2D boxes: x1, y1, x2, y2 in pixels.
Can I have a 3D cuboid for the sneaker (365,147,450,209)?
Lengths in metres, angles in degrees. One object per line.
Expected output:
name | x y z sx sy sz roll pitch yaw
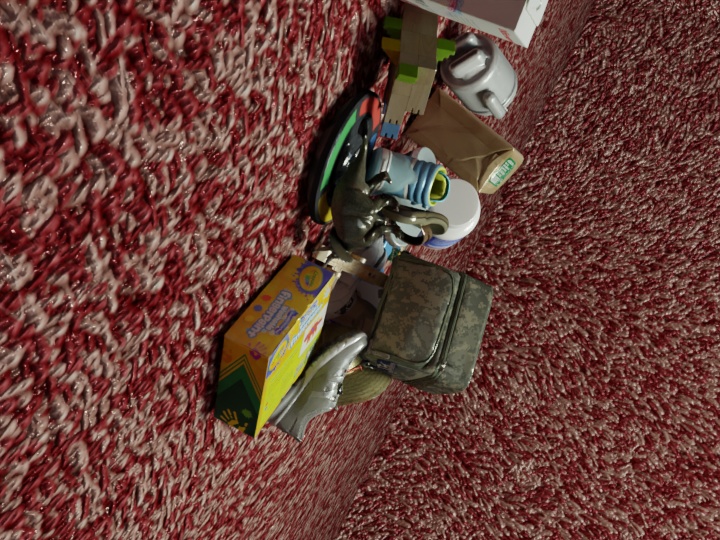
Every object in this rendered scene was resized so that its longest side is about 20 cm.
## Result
sneaker | 0.071 -0.139 1.356 0.200 0.130 0.080 -106 -148 -83

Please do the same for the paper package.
paper package | 0.198 -0.235 1.611 0.104 0.190 0.200 -52 169 12

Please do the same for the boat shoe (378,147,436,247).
boat shoe | 0.061 -0.117 1.457 0.071 0.091 0.201 44 53 -33

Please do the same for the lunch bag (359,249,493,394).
lunch bag | 0.099 0.087 1.385 0.139 0.167 0.201 -25 -136 67

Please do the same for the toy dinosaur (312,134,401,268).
toy dinosaur | -0.003 -0.082 1.189 0.102 0.077 0.201 -14 131 -22

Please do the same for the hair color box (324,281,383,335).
hair color box | 0.033 0.080 1.518 0.110 0.199 0.065 -62 165 -20

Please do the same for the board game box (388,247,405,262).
board game box | 0.119 -0.116 1.921 0.200 0.023 0.105 -56 163 -36

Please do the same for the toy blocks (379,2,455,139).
toy blocks | 0.067 -0.275 1.216 0.137 0.099 0.201 106 -7 -48

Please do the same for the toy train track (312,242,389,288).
toy train track | 0.000 0.000 1.363 0.200 0.032 0.115 24 92 -51

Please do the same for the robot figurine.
robot figurine | 0.220 -0.358 1.595 0.113 0.170 0.200 -26 154 20

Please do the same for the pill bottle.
pill bottle | 0.151 -0.104 1.545 0.112 0.112 0.200 -63 -178 -8

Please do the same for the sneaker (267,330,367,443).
sneaker | -0.056 0.175 1.328 0.200 0.082 0.075 -45 -173 -2

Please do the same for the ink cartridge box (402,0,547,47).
ink cartridge box | 0.141 -0.388 1.086 0.145 0.199 0.145 -68 168 12

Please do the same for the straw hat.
straw hat | -0.038 0.132 1.419 0.201 0.200 0.086 -44 141 -58

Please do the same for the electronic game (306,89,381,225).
electronic game | -0.020 -0.158 1.219 0.200 0.041 0.200 -59 166 -25

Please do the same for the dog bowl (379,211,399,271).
dog bowl | 0.050 -0.072 1.654 0.200 0.049 0.112 -51 161 -46

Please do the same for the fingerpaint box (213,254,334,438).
fingerpaint box | -0.122 0.103 1.217 0.200 0.073 0.167 -54 164 -47

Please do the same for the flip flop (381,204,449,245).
flip flop | 0.079 -0.067 1.320 0.200 0.081 0.058 0 103 -72

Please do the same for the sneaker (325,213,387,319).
sneaker | -0.024 -0.015 1.416 0.200 0.075 0.115 -47 149 -38
